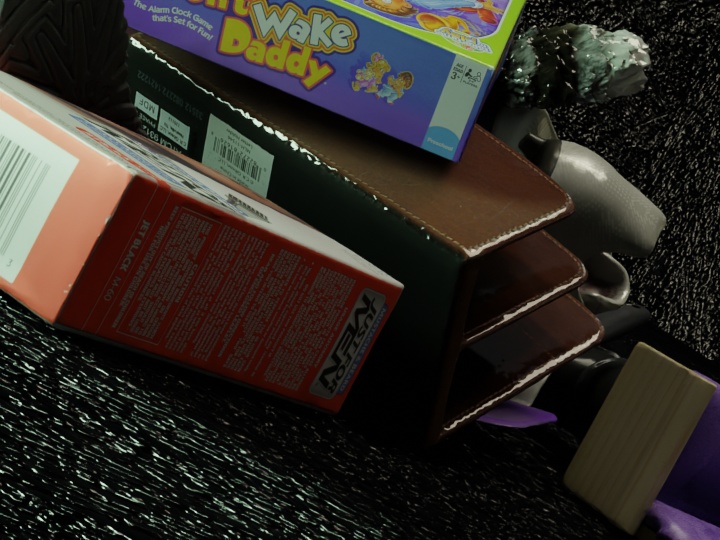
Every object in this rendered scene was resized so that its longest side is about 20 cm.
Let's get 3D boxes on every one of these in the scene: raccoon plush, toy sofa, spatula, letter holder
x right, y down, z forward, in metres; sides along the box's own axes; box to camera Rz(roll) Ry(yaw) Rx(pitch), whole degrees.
[{"bbox_3d":[0.036,-0.149,1.285,0.198,0.135,0.097,-8,23,-8],"label":"raccoon plush"},{"bbox_3d":[0.205,0.118,1.279,0.199,0.083,0.098,28,3,-31],"label":"toy sofa"},{"bbox_3d":[0.097,0.047,1.326,0.056,0.021,0.200,16,25,29],"label":"spatula"},{"bbox_3d":[0.009,-0.035,1.168,0.199,0.101,0.142,34,40,29],"label":"letter holder"}]

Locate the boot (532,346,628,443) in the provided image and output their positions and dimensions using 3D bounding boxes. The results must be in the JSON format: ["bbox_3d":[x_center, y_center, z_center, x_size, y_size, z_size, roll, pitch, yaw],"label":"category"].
[{"bbox_3d":[0.083,0.043,1.440,0.199,0.066,0.165,34,0,20],"label":"boot"}]

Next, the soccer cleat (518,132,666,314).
[{"bbox_3d":[0.078,0.011,1.294,0.086,0.070,0.200,30,-34,-6],"label":"soccer cleat"}]

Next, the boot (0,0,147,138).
[{"bbox_3d":[-0.181,-0.111,1.074,0.200,0.066,0.165,36,-27,28],"label":"boot"}]

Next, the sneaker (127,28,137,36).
[{"bbox_3d":[-0.115,-0.151,1.291,0.075,0.104,0.201,52,-8,27],"label":"sneaker"}]

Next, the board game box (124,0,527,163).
[{"bbox_3d":[-0.032,-0.122,1.137,0.199,0.045,0.135,22,23,1],"label":"board game box"}]

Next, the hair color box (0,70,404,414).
[{"bbox_3d":[-0.080,-0.012,0.985,0.111,0.064,0.200,31,3,29],"label":"hair color box"}]

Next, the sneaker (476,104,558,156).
[{"bbox_3d":[0.062,-0.042,1.388,0.084,0.076,0.200,10,-20,15],"label":"sneaker"}]
